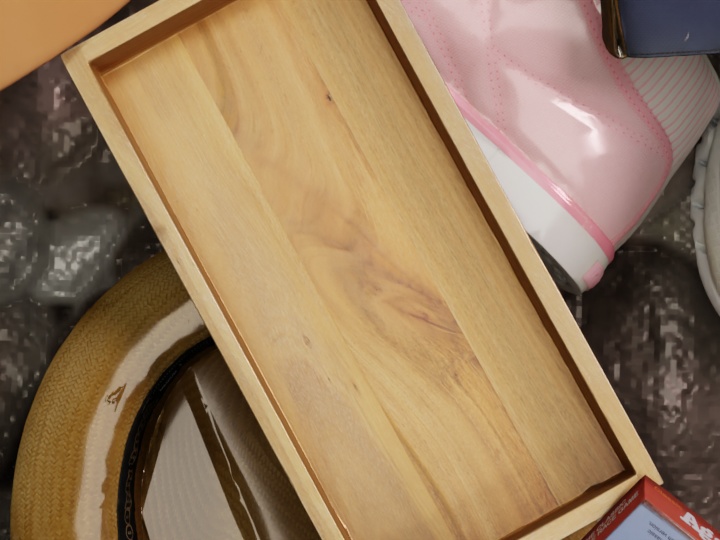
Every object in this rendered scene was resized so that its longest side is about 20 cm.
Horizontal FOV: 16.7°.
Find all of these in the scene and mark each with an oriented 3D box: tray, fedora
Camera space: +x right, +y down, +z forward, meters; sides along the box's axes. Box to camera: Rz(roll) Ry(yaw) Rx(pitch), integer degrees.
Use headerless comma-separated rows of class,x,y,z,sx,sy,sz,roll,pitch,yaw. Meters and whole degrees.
tray,0.000,0.000,0.750,0.099,0.037,0.200,-29,88,-1
fedora,-0.017,0.084,0.806,0.200,0.082,0.201,0,87,2

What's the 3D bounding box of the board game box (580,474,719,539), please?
board game box,0.129,0.159,0.745,0.200,0.019,0.103,38,110,-8

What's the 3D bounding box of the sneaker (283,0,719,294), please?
sneaker,0.034,-0.095,0.814,0.200,0.075,0.105,43,88,-2

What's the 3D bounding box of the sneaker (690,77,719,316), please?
sneaker,0.163,-0.070,0.808,0.075,0.081,0.200,17,91,-1

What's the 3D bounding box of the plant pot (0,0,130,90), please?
plant pot,-0.158,-0.119,0.766,0.200,0.200,0.140,-29,105,0

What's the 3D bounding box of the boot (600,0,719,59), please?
boot,0.161,-0.119,0.752,0.200,0.075,0.097,-2,109,5
